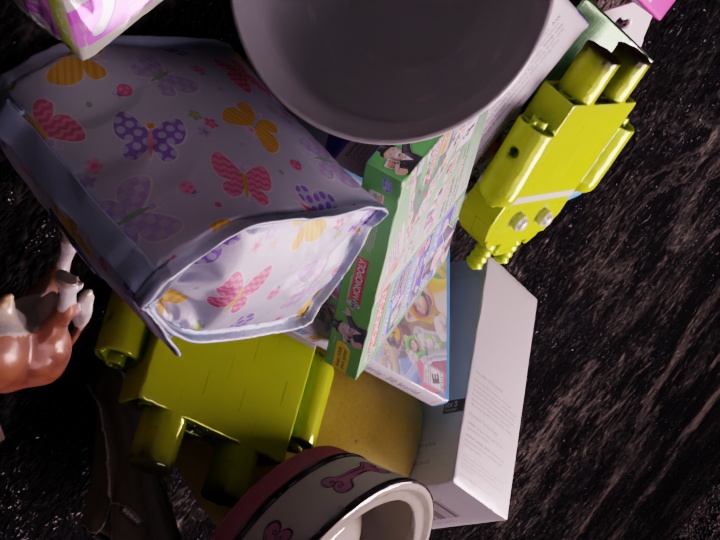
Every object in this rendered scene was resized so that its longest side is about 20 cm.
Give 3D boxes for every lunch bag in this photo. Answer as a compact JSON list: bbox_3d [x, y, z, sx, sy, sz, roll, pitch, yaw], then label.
[{"bbox_3d":[-0.112,-0.045,1.037,0.128,0.170,0.199,-53,159,23],"label":"lunch bag"}]

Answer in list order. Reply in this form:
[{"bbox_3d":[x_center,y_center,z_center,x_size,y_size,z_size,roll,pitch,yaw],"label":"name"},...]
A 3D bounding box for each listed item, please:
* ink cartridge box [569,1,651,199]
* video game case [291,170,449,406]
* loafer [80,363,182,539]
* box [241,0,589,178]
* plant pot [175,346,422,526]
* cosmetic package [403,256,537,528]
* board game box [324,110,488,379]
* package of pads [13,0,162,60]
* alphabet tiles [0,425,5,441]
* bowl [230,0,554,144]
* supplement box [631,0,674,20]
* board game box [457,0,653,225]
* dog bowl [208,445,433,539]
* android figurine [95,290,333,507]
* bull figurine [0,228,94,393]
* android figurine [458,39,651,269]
[{"bbox_3d":[0.162,-0.148,1.476,0.115,0.067,0.201,-23,140,-46],"label":"ink cartridge box"},{"bbox_3d":[0.000,0.000,1.284,0.018,0.145,0.199,-18,147,35],"label":"video game case"},{"bbox_3d":[-0.170,0.164,1.262,0.069,0.202,0.075,-15,161,-2],"label":"loafer"},{"bbox_3d":[0.039,-0.153,1.216,0.184,0.105,0.200,-51,157,7],"label":"box"},{"bbox_3d":[-0.072,0.112,1.362,0.200,0.200,0.142,-49,131,4],"label":"plant pot"},{"bbox_3d":[0.066,0.099,1.413,0.081,0.112,0.202,37,50,-41],"label":"cosmetic package"},{"bbox_3d":[0.033,-0.036,1.176,0.135,0.029,0.201,-50,163,-38],"label":"board game box"},{"bbox_3d":[-0.123,-0.215,0.881,0.154,0.068,0.201,-41,155,-20],"label":"package of pads"},{"bbox_3d":[-0.310,0.129,1.163,0.166,0.006,0.201,-38,155,-22],"label":"alphabet tiles"},{"bbox_3d":[0.027,-0.172,1.065,0.202,0.201,0.090,-51,168,7],"label":"bowl"},{"bbox_3d":[0.189,-0.274,1.299,0.102,0.103,0.200,-53,158,9],"label":"supplement box"},{"bbox_3d":[0.130,-0.121,1.389,0.200,0.024,0.105,-46,133,12],"label":"board game box"},{"bbox_3d":[-0.040,0.209,1.233,0.200,0.074,0.201,-38,149,-29],"label":"dog bowl"},{"bbox_3d":[-0.095,0.055,1.232,0.041,0.181,0.202,-20,-129,52],"label":"android figurine"},{"bbox_3d":[-0.242,0.040,1.067,0.199,0.065,0.122,-12,141,-55],"label":"bull figurine"},{"bbox_3d":[0.144,-0.084,1.350,0.201,0.041,0.182,-57,158,21],"label":"android figurine"}]
